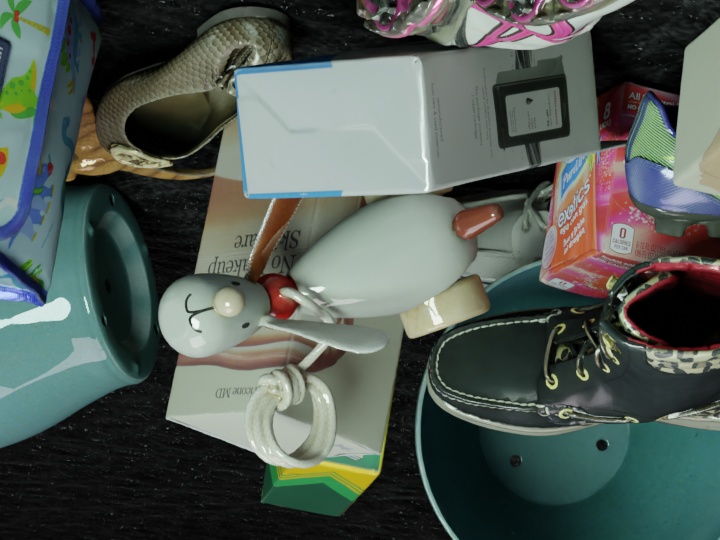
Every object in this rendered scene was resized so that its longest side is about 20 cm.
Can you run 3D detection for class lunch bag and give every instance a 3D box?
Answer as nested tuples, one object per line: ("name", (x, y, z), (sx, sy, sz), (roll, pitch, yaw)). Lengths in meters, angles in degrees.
("lunch bag", (-0.213, -0.091, 1.440), (0.127, 0.171, 0.200), (5, 163, 15))

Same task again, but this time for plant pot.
("plant pot", (-0.241, 0.023, 1.893), (0.187, 0.201, 0.200), (-12, 160, 16))
("plant pot", (0.125, 0.094, 1.690), (0.199, 0.201, 0.135), (10, 176, -4))

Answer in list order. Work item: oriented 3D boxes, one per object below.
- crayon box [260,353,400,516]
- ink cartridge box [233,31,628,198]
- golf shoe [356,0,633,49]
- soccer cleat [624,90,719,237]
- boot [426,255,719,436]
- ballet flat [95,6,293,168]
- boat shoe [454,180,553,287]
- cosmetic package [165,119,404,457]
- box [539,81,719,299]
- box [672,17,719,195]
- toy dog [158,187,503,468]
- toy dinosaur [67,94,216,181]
("crayon box", (-0.010, 0.037, 1.746), (0.058, 0.201, 0.173), (10, 165, -5))
("ink cartridge box", (0.042, -0.082, 1.445), (0.115, 0.068, 0.200), (-1, -172, 35))
("golf shoe", (0.083, -0.139, 1.295), (0.092, 0.073, 0.200), (8, 178, -30))
("soccer cleat", (0.235, -0.065, 1.484), (0.199, 0.084, 0.065), (-4, -157, -10))
("boot", (0.128, 0.036, 1.524), (0.202, 0.074, 0.154), (2, 162, 10))
("ballet flat", (-0.093, -0.090, 1.574), (0.067, 0.047, 0.200), (9, 159, -28))
("boat shoe", (0.124, -0.027, 1.707), (0.199, 0.071, 0.070), (4, 149, 18))
("cosmetic package", (-0.032, -0.002, 1.609), (0.103, 0.201, 0.087), (-7, 158, 45))
("box", (0.209, -0.026, 1.574), (0.199, 0.100, 0.095), (14, 165, -16))
("box", (0.224, -0.092, 1.356), (0.094, 0.078, 0.200), (10, 165, -9))
("toy dog", (0.000, 0.000, 1.499), (0.132, 0.200, 0.096), (52, 145, -7))
("toy dinosaur", (-0.154, -0.073, 1.696), (0.106, 0.061, 0.200), (0, 164, 25))
